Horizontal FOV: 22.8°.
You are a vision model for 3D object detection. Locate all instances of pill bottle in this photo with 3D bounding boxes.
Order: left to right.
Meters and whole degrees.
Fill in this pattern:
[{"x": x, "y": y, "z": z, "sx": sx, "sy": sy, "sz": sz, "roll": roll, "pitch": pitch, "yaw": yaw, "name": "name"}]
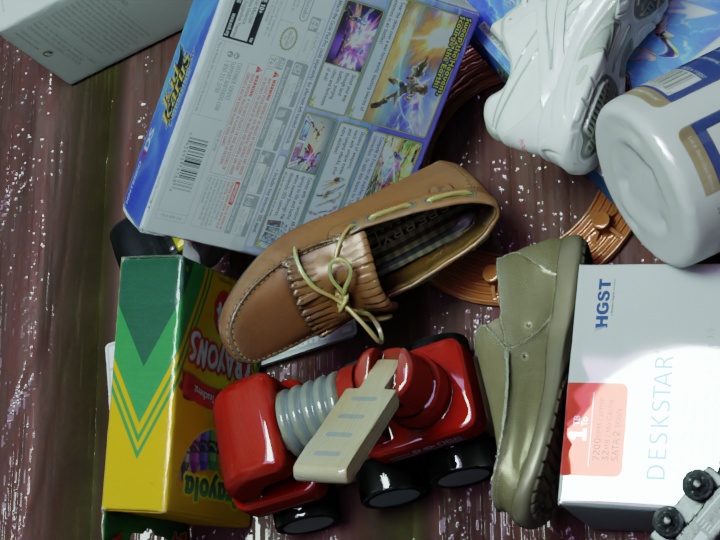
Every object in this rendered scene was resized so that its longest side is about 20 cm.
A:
[{"x": 0.253, "y": -0.091, "z": 1.087, "sx": 0.199, "sy": 0.111, "sz": 0.111, "roll": -26, "pitch": 62, "yaw": -12, "name": "pill bottle"}]

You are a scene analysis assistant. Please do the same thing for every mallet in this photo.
[{"x": -0.095, "y": -0.053, "z": 1.302, "sx": 0.200, "sy": 0.041, "sz": 0.066, "roll": -36, "pitch": 65, "yaw": 5, "name": "mallet"}]

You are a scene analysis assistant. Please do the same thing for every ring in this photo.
[{"x": 0.105, "y": -0.074, "z": 1.226, "sx": 0.200, "sy": 0.019, "sz": 0.201, "roll": -8, "pitch": 69, "yaw": 22, "name": "ring"}]

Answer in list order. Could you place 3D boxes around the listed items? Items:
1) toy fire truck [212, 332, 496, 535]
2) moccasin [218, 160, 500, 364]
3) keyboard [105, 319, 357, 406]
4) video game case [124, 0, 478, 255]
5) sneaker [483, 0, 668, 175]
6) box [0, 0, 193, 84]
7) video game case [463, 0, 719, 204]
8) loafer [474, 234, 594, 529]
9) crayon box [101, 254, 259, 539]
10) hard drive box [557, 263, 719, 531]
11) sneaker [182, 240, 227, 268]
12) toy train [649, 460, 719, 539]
[{"x": -0.019, "y": 0.102, "z": 1.119, "sx": 0.175, "sy": 0.200, "sz": 0.129, "roll": -18, "pitch": 66, "yaw": 17, "name": "toy fire truck"}, {"x": 0.000, "y": 0.001, "z": 1.162, "sx": 0.201, "sy": 0.074, "sz": 0.078, "roll": -25, "pitch": 28, "yaw": -14, "name": "moccasin"}, {"x": -0.095, "y": 0.050, "z": 1.280, "sx": 0.199, "sy": 0.011, "sz": 0.057, "roll": -18, "pitch": 66, "yaw": 18, "name": "keyboard"}, {"x": -0.039, "y": -0.106, "z": 1.175, "sx": 0.045, "sy": 0.181, "sz": 0.201, "roll": 45, "pitch": 117, "yaw": 56, "name": "video game case"}, {"x": 0.134, "y": -0.164, "z": 1.142, "sx": 0.099, "sy": 0.078, "sz": 0.201, "roll": 17, "pitch": 73, "yaw": 29, "name": "sneaker"}, {"x": -0.183, "y": -0.263, "z": 1.370, "sx": 0.199, "sy": 0.106, "sz": 0.153, "roll": -23, "pitch": 65, "yaw": 16, "name": "box"}, {"x": 0.179, "y": -0.173, "z": 1.197, "sx": 0.181, "sy": 0.045, "sz": 0.200, "roll": -38, "pitch": 60, "yaw": 0, "name": "video game case"}, {"x": 0.106, "y": 0.070, "z": 1.134, "sx": 0.067, "sy": 0.076, "sz": 0.201, "roll": 0, "pitch": 57, "yaw": 23, "name": "loafer"}, {"x": -0.118, "y": 0.100, "z": 1.200, "sx": 0.051, "sy": 0.127, "sz": 0.201, "roll": -1, "pitch": 79, "yaw": 22, "name": "crayon box"}, {"x": 0.231, "y": 0.080, "z": 1.084, "sx": 0.199, "sy": 0.077, "sz": 0.157, "roll": -1, "pitch": 72, "yaw": 24, "name": "hard drive box"}, {"x": -0.055, "y": -0.078, "z": 1.245, "sx": 0.082, "sy": 0.077, "sz": 0.201, "roll": 30, "pitch": 94, "yaw": -4, "name": "sneaker"}, {"x": 0.241, "y": 0.088, "z": 1.014, "sx": 0.046, "sy": 0.034, "sz": 0.200, "roll": 40, "pitch": 92, "yaw": 26, "name": "toy train"}]
